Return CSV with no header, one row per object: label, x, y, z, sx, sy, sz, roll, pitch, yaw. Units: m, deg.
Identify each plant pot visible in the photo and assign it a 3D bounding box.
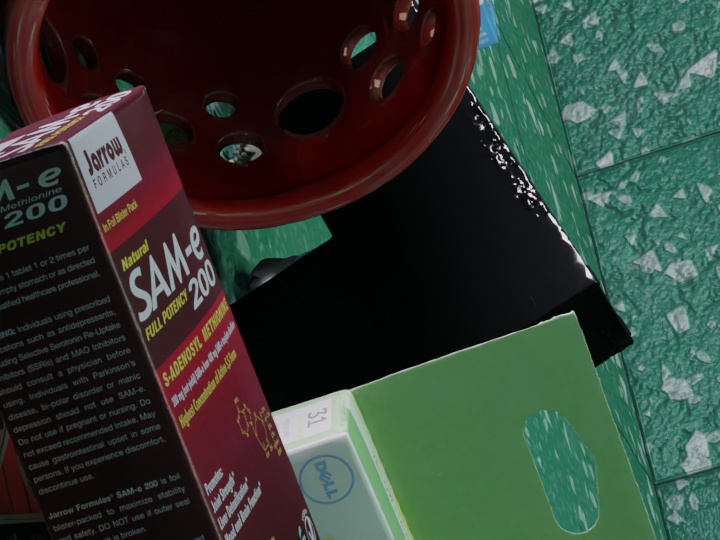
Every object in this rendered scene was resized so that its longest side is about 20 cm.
plant pot,-0.057,-0.147,0.896,0.183,0.199,0.201,-100,166,-46

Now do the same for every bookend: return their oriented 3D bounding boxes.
bookend,0.000,0.000,1.038,0.199,0.200,0.092,59,5,28

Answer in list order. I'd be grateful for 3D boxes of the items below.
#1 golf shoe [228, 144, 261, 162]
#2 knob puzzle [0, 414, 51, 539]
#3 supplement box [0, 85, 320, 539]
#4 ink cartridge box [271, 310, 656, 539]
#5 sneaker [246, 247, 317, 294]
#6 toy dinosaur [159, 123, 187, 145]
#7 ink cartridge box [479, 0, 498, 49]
golf shoe,-0.022,-0.086,1.162,0.200,0.097,0.079,-72,172,-66
knob puzzle,-0.112,0.085,0.719,0.220,0.030,0.221,-17,90,-78
supplement box,-0.078,0.045,0.712,0.109,0.061,0.201,-60,131,-73
ink cartridge box,0.018,0.117,0.853,0.048,0.199,0.146,-86,156,-65
sneaker,-0.002,0.082,1.091,0.073,0.081,0.201,28,47,-77
toy dinosaur,-0.092,-0.121,1.072,0.200,0.060,0.107,-80,-177,-62
ink cartridge box,0.057,-0.315,1.896,0.147,0.085,0.201,-90,161,-54
